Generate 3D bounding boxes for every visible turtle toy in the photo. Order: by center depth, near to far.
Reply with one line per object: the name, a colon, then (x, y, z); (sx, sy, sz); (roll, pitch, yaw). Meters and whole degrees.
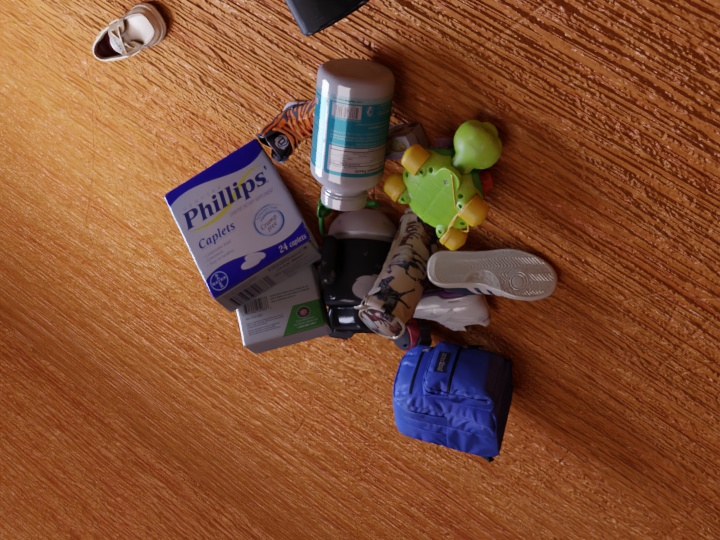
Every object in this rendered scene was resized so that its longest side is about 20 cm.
turtle toy: (0.130, -0.130, 1.255); (0.145, 0.101, 0.200); (41, 149, 3)

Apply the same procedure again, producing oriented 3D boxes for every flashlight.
flashlight: (0.031, 0.105, 1.582); (0.068, 0.198, 0.068); (-51, 42, 40)

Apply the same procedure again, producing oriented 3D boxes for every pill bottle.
pill bottle: (-0.015, -0.191, 1.283); (0.110, 0.110, 0.203); (24, 123, 28)

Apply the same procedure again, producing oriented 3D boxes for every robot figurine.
robot figurine: (0.000, 0.000, 1.480); (0.123, 0.203, 0.150); (3, 173, 2)

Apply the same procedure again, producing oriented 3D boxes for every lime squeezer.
lime squeezer: (-0.044, -0.108, 1.559); (0.070, 0.038, 0.199); (20, 157, -25)

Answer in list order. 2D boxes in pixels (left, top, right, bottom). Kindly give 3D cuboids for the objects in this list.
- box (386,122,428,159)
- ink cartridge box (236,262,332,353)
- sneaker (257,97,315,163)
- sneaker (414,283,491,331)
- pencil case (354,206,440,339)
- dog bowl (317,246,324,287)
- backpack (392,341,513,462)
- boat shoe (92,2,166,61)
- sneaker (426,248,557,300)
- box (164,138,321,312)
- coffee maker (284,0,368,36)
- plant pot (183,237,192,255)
box: (0.016, -0.193, 1.370); (0.198, 0.039, 0.042); (5, 131, 46)
ink cartridge box: (-0.140, 0.021, 1.513); (0.083, 0.144, 0.203); (64, -168, -74)
sneaker: (-0.084, -0.215, 1.385); (0.199, 0.112, 0.078); (-7, 124, 52)
sneaker: (0.132, 0.068, 1.514); (0.198, 0.075, 0.100); (-4, 128, 45)
pencil case: (0.066, 0.001, 1.402); (0.077, 0.202, 0.089); (0, 146, 44)
dog bowl: (-0.122, 0.019, 1.650); (0.199, 0.199, 0.075); (-17, 98, 55)
backpack: (0.155, 0.205, 1.555); (0.197, 0.163, 0.169); (7, 134, 19)
boat shoe: (-0.406, -0.404, 1.565); (0.199, 0.069, 0.074); (-8, 124, 52)
sneaker: (0.204, 0.006, 1.374); (0.197, 0.076, 0.084); (9, 174, 18)
box: (-0.188, -0.071, 1.445); (0.202, 0.182, 0.105); (60, -179, 18)
coffee maker: (-0.076, -0.394, 1.084); (0.133, 0.193, 0.201); (-15, 121, 36)
plant pot: (-0.242, -0.085, 1.672); (0.201, 0.200, 0.183); (49, 164, -12)
